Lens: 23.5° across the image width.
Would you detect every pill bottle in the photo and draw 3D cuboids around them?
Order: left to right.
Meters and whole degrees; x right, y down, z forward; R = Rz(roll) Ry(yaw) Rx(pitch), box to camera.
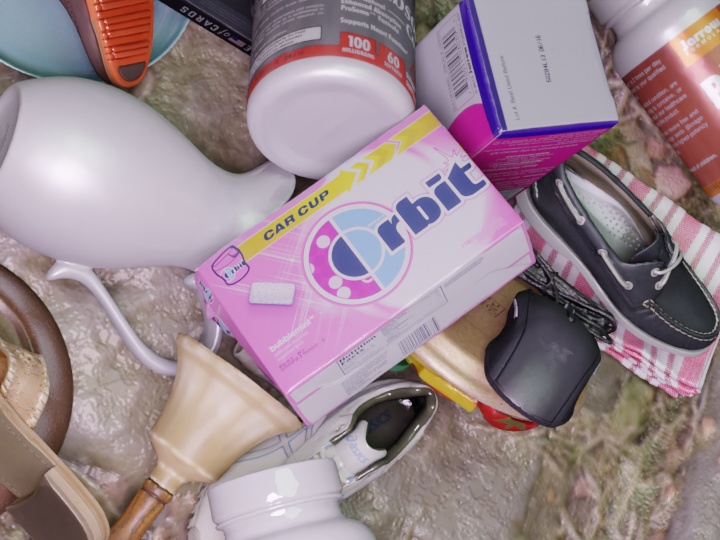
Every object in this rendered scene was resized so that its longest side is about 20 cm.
[{"bbox_3d":[-0.032,0.225,1.081,0.112,0.112,0.201,-8,76,-25],"label":"pill bottle"},{"bbox_3d":[-0.019,-0.172,1.218,0.116,0.116,0.200,15,50,-18],"label":"pill bottle"},{"bbox_3d":[0.276,-0.161,1.400,0.112,0.112,0.200,-37,89,-29],"label":"pill bottle"}]

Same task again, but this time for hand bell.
[{"bbox_3d":[-0.137,0.152,1.137,0.104,0.104,0.200,37,81,-8],"label":"hand bell"}]

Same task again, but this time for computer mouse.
[{"bbox_3d":[0.115,0.022,1.198,0.140,0.046,0.200,40,27,3],"label":"computer mouse"}]

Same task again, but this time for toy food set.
[{"bbox_3d":[0.077,0.038,1.235,0.198,0.049,0.200,35,27,-4],"label":"toy food set"}]

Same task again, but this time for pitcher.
[{"bbox_3d":[-0.164,-0.030,1.174,0.200,0.121,0.172,21,80,-28],"label":"pitcher"}]

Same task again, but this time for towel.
[{"bbox_3d":[0.209,-0.008,1.366,0.200,0.030,0.147,34,62,-9],"label":"towel"}]

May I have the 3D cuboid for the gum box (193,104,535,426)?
[{"bbox_3d":[0.000,0.000,1.138,0.200,0.066,0.114,-36,63,-4],"label":"gum box"}]

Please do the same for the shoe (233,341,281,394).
[{"bbox_3d":[-0.039,-0.011,1.236,0.053,0.070,0.200,25,65,-17],"label":"shoe"}]

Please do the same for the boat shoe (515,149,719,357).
[{"bbox_3d":[0.205,-0.013,1.314,0.200,0.060,0.076,38,55,-10],"label":"boat shoe"}]

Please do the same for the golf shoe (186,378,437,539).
[{"bbox_3d":[-0.030,0.131,1.178,0.200,0.097,0.078,-38,91,-27],"label":"golf shoe"}]

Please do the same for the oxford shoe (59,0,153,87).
[{"bbox_3d":[-0.202,-0.222,1.221,0.071,0.072,0.201,-20,95,-60],"label":"oxford shoe"}]

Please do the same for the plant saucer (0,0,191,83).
[{"bbox_3d":[-0.216,-0.223,1.257,0.200,0.027,0.201,7,70,-20],"label":"plant saucer"}]

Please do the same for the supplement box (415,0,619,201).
[{"bbox_3d":[0.086,-0.114,1.252,0.103,0.200,0.101,-7,77,-26],"label":"supplement box"}]

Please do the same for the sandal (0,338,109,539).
[{"bbox_3d":[-0.221,0.084,1.097,0.212,0.078,0.070,53,41,-6],"label":"sandal"}]

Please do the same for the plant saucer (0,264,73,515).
[{"bbox_3d":[-0.281,0.070,1.125,0.200,0.037,0.201,7,71,-20],"label":"plant saucer"}]

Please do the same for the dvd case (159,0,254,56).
[{"bbox_3d":[-0.069,-0.258,1.316,0.150,0.025,0.200,29,61,-25],"label":"dvd case"}]
